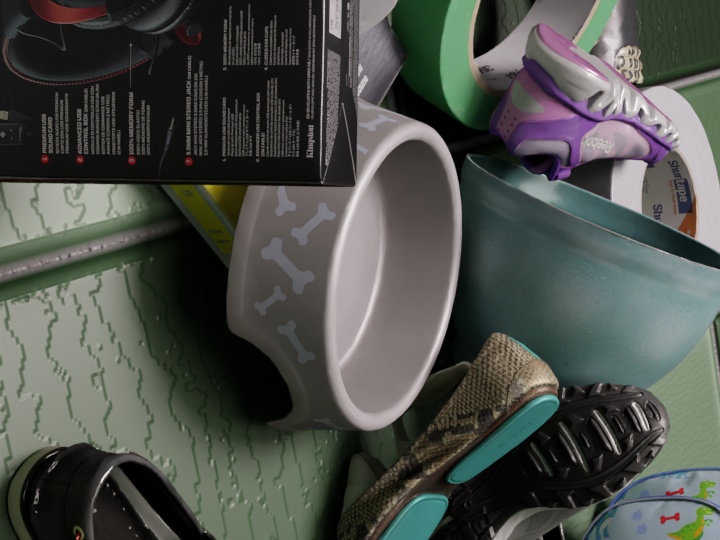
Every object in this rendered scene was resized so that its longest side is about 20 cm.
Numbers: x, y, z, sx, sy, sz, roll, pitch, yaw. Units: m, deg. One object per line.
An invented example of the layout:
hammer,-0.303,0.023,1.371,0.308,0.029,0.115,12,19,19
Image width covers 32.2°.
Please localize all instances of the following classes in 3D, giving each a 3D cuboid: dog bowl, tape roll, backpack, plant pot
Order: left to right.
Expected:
dog bowl,0.000,0.000,0.721,0.200,0.058,0.202,-34,130,-55
tape roll,0.106,-0.194,0.835,0.200,0.048,0.202,-35,145,-29
plant pot,0.139,0.020,0.850,0.199,0.200,0.135,7,109,-49
tape roll,0.229,-0.049,1.037,0.199,0.066,0.203,5,83,-49
backpack,0.253,0.251,0.955,0.147,0.181,0.201,49,48,-37

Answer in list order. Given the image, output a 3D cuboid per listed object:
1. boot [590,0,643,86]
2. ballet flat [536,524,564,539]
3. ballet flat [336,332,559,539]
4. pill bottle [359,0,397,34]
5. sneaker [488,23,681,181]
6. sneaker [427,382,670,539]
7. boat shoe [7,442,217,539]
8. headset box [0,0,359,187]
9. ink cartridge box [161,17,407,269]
boot,0.161,-0.219,0.963,0.202,0.073,0.156,-7,96,-48
ballet flat,0.141,0.205,0.864,0.066,0.057,0.201,40,24,-38
ballet flat,0.038,0.120,0.774,0.200,0.075,0.068,-49,149,10
pill bottle,-0.053,-0.217,0.638,0.109,0.109,0.202,-8,76,-49
sneaker,0.154,-0.103,0.879,0.199,0.081,0.089,12,120,-54
sneaker,0.113,0.134,0.809,0.079,0.199,0.074,7,52,-58
boat shoe,-0.099,0.169,0.636,0.074,0.063,0.202,-56,129,-38
headset box,-0.102,-0.113,0.554,0.075,0.197,0.151,-13,103,-78
ink cartridge box,-0.068,-0.133,0.707,0.201,0.047,0.199,55,50,-35
